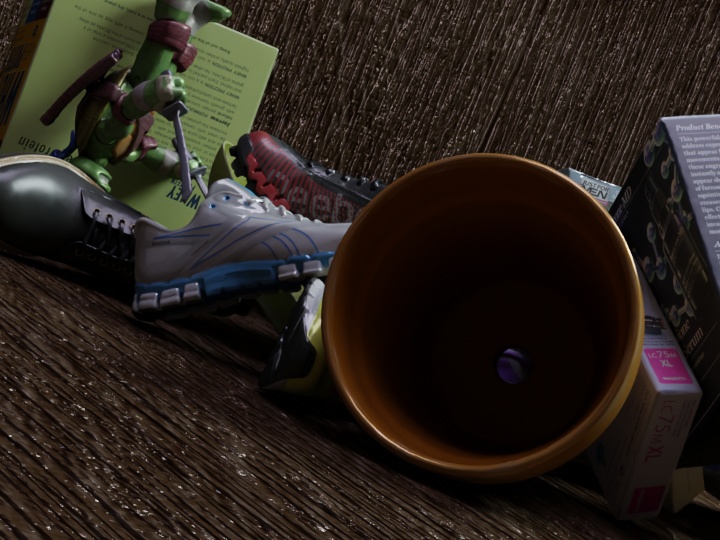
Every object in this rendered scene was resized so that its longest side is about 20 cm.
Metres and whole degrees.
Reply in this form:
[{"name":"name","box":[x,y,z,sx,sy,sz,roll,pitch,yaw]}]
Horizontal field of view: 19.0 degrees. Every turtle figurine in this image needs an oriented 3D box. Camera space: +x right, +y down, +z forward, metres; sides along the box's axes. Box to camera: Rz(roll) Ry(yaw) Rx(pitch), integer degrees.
[{"name":"turtle figurine","box":[-0.140,-0.129,1.712,0.199,0.195,0.144,14,-13,37]}]

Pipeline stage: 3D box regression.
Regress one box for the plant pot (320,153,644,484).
[{"name":"plant pot","box":[0.090,0.045,1.396,0.199,0.201,0.183,23,-7,16]}]

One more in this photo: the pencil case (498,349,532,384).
[{"name":"pencil case","box":[0.080,0.082,1.610,0.085,0.084,0.200,43,0,-14]}]

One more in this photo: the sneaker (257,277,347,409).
[{"name":"sneaker","box":[-0.008,0.058,1.452,0.090,0.079,0.200,29,7,7]}]

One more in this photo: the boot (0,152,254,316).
[{"name":"boot","box":[-0.180,-0.024,1.570,0.138,0.078,0.199,23,4,43]}]

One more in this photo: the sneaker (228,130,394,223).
[{"name":"sneaker","box":[-0.008,-0.041,1.574,0.200,0.098,0.071,45,6,13]}]

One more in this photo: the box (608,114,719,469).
[{"name":"box","box":[0.257,0.013,1.495,0.106,0.201,0.149,-3,-31,-16]}]

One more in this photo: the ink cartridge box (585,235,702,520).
[{"name":"ink cartridge box","box":[0.177,0.062,1.513,0.042,0.120,0.201,-2,40,-18]}]

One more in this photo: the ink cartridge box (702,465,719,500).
[{"name":"ink cartridge box","box":[0.305,0.156,1.663,0.199,0.041,0.199,34,-10,-28]}]

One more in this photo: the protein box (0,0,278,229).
[{"name":"protein box","box":[-0.207,-0.128,1.832,0.197,0.201,0.135,21,-5,-19]}]

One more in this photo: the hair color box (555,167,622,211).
[{"name":"hair color box","box":[0.157,-0.034,1.776,0.098,0.061,0.200,16,-11,-23]}]

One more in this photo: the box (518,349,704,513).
[{"name":"box","box":[0.173,0.080,1.662,0.041,0.157,0.199,-32,39,-28]}]

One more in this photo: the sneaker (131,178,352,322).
[{"name":"sneaker","box":[-0.068,-0.025,1.482,0.198,0.087,0.075,-10,-10,6]}]

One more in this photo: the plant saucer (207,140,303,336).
[{"name":"plant saucer","box":[-0.066,-0.004,1.637,0.201,0.031,0.200,60,5,-9]}]
